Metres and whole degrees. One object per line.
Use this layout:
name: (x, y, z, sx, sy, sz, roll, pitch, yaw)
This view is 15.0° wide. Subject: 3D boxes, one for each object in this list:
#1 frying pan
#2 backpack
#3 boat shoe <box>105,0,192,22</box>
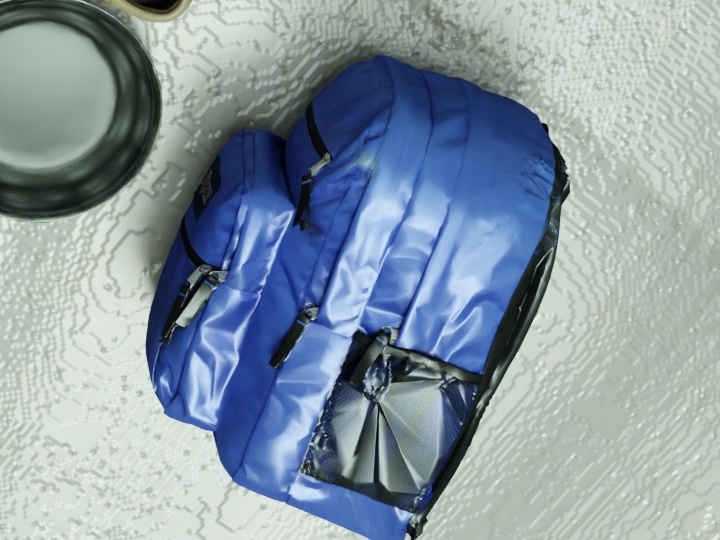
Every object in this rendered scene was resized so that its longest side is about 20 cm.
frying pan: (-0.168, -0.047, 1.296, 0.115, 0.031, 0.190, 23, 110, -20)
backpack: (0.000, 0.000, 1.282, 0.167, 0.163, 0.200, 23, 107, -17)
boat shoe: (-0.133, -0.194, 1.221, 0.074, 0.066, 0.200, -38, 115, 5)
